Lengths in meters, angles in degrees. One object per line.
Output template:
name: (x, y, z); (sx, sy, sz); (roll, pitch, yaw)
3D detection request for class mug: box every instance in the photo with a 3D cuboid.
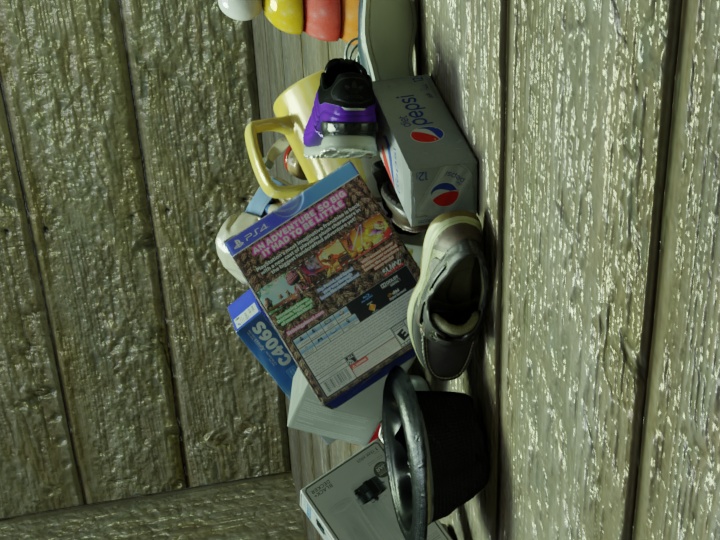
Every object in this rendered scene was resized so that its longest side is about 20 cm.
mug: (-0.026, -0.137, 1.597); (0.149, 0.185, 0.155); (42, -151, -77)

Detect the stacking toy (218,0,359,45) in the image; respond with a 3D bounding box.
stacking toy: (-0.063, -0.312, 1.557); (0.146, 0.198, 0.148); (171, 90, -82)

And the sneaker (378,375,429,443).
sneaker: (0.055, 0.181, 1.659); (0.200, 0.070, 0.074); (-118, 21, -73)

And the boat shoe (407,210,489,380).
boat shoe: (0.084, 0.038, 1.303); (0.065, 0.072, 0.201); (-99, 6, -49)

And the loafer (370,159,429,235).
loafer: (0.060, -0.072, 1.428); (0.200, 0.072, 0.072); (-107, 0, -72)

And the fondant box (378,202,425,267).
fondant box: (0.000, 0.000, 1.592); (0.201, 0.143, 0.059); (94, -176, -56)

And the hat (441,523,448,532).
hat: (0.080, 0.410, 1.669); (0.201, 0.080, 0.203); (171, 90, -82)

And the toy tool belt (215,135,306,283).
toy tool belt: (-0.081, -0.059, 1.709); (0.122, 0.201, 0.125); (27, 173, 39)

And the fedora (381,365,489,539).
fedora: (0.081, 0.191, 1.408); (0.201, 0.091, 0.203); (172, 90, -82)

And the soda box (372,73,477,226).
soda box: (0.059, -0.123, 1.350); (0.201, 0.068, 0.064); (-110, 14, -56)

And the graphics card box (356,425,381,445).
graphics card box: (0.017, 0.117, 1.794); (0.201, 0.050, 0.126); (-83, -7, -50)

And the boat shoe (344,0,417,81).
boat shoe: (0.025, -0.228, 1.459); (0.062, 0.074, 0.202); (21, 130, 55)

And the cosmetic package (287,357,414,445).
cosmetic package: (-0.007, 0.106, 1.582); (0.091, 0.106, 0.201); (-85, 17, -48)

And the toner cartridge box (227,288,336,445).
toner cartridge box: (-0.090, 0.122, 1.734); (0.201, 0.043, 0.095); (53, -178, -21)

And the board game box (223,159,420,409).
board game box: (-0.021, 0.018, 1.430); (0.201, 0.159, 0.097); (58, 179, 10)

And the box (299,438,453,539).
box: (0.031, 0.309, 1.553); (0.200, 0.116, 0.060); (51, 161, 20)

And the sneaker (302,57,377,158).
sneaker: (-0.017, -0.166, 1.399); (0.200, 0.069, 0.101); (-164, 73, -79)
